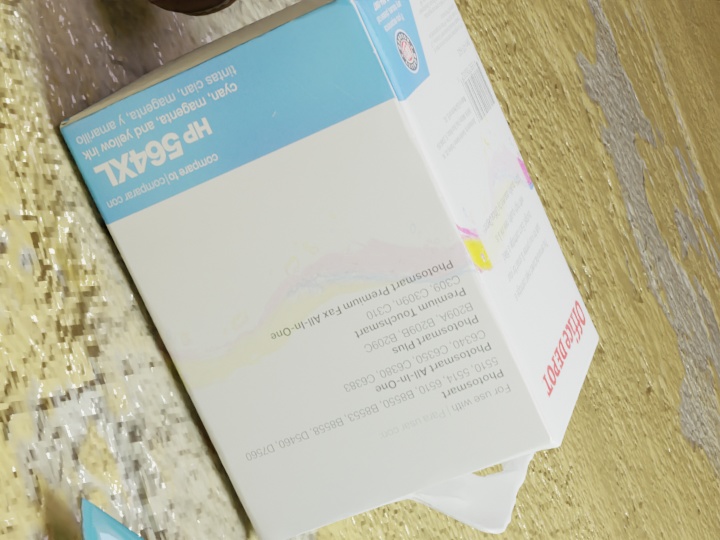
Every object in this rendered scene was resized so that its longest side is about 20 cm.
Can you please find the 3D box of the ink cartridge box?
[{"bbox_3d":[0.000,0.000,0.789,0.201,0.125,0.129,66,19,-9],"label":"ink cartridge box"}]

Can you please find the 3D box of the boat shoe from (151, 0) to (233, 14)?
[{"bbox_3d":[-0.094,-0.199,0.832,0.076,0.071,0.202,-53,128,-84],"label":"boat shoe"}]

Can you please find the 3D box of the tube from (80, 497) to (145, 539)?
[{"bbox_3d":[-0.030,0.150,0.685,0.200,0.050,0.078,42,24,-43],"label":"tube"}]
